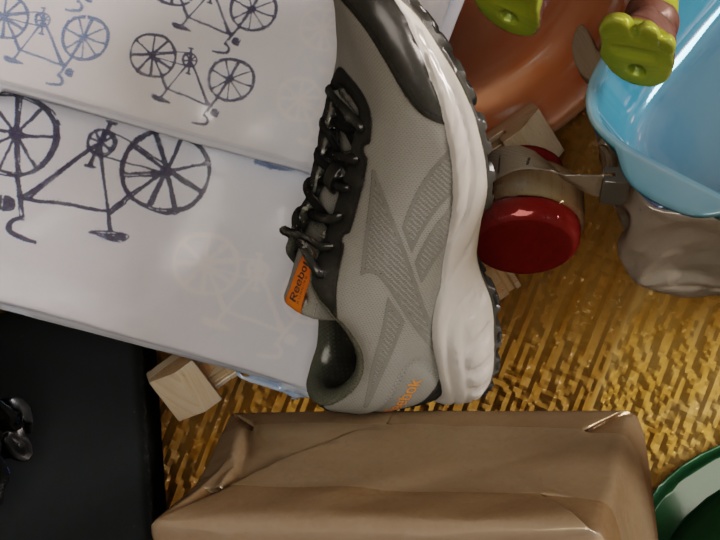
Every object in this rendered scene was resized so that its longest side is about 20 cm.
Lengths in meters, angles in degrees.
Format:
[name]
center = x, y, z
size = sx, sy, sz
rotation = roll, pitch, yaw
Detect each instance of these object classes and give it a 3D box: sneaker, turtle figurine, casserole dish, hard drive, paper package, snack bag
[sneaker]
center = 0.006, -0.025, 0.961
size = 0.079, 0.074, 0.201
rotation = -15, 123, -14
[turtle figurine]
center = 0.098, -0.159, 0.942
size = 0.199, 0.064, 0.162
rotation = 28, 70, -6
[casserole dish]
center = 0.173, -0.087, 0.942
size = 0.121, 0.039, 0.200
rotation = 30, 69, 31
[hard drive]
center = -0.182, 0.088, 1.067
size = 0.199, 0.033, 0.140
rotation = -12, 56, 7
[paper package]
center = 0.028, 0.166, 1.005
size = 0.189, 0.104, 0.201
rotation = -2, 112, 16
[snack bag]
center = -0.072, -0.055, 0.993
size = 0.187, 0.021, 0.201
rotation = 15, 108, -13

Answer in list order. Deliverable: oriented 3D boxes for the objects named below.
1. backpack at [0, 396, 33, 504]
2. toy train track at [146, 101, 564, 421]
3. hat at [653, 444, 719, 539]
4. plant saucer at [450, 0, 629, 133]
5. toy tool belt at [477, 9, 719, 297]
[backpack]
center = -0.245, 0.029, 0.978
size = 0.182, 0.200, 0.135
rotation = 32, 70, 30
[toy train track]
center = 0.000, 0.000, 1.047
size = 0.199, 0.033, 0.115
rotation = -35, 117, 1
[hat]
center = 0.173, 0.147, 0.988
size = 0.166, 0.176, 0.200
rotation = -45, 86, 5
[plant saucer]
center = 0.026, -0.130, 1.025
size = 0.199, 0.038, 0.201
rotation = -6, 127, -8
[toy tool belt]
center = 0.143, -0.056, 1.028
size = 0.198, 0.125, 0.124
rotation = 2, 57, 0
